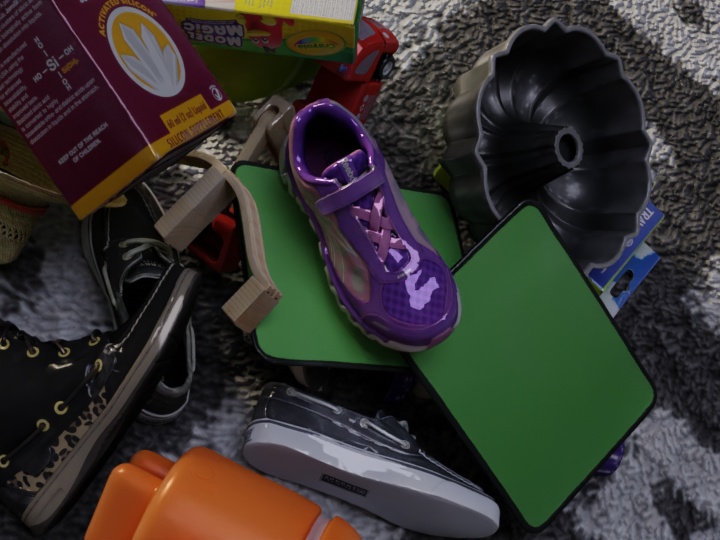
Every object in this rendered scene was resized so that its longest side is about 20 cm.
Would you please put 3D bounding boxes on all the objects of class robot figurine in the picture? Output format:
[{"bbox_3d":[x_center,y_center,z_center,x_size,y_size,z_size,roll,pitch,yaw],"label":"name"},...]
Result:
[{"bbox_3d":[-0.078,0.192,0.893,0.198,0.144,0.117,25,60,6],"label":"robot figurine"},{"bbox_3d":[-0.077,-0.202,1.111,0.117,0.174,0.200,61,32,-6],"label":"robot figurine"}]

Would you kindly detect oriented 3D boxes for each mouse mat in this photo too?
[{"bbox_3d":[0.127,0.071,1.025,0.161,0.008,0.201,-42,107,-22],"label":"mouse mat"},{"bbox_3d":[0.000,0.000,1.014,0.198,0.008,0.163,6,59,-29],"label":"mouse mat"}]

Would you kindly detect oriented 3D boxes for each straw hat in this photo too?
[{"bbox_3d":[-0.272,-0.052,0.970,0.199,0.201,0.086,25,97,-9],"label":"straw hat"}]

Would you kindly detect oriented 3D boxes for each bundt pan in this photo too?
[{"bbox_3d":[0.141,-0.093,1.105,0.200,0.075,0.205,3,84,-38],"label":"bundt pan"}]

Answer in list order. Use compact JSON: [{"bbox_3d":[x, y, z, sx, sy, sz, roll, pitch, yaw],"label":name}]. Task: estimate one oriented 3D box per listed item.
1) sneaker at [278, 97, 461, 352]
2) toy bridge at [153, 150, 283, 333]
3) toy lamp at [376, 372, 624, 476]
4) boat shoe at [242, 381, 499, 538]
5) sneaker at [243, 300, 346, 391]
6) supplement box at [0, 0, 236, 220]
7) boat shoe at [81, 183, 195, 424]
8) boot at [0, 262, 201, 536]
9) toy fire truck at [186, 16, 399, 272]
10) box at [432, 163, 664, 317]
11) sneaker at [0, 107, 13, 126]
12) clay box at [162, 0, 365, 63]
[{"bbox_3d":[0.002,-0.038,0.955,0.080,0.089,0.202,-27,70,-10],"label":"sneaker"},{"bbox_3d":[-0.114,-0.045,0.976,0.067,0.027,0.200,-44,56,3],"label":"toy bridge"},{"bbox_3d":[0.111,0.112,1.076,0.198,0.058,0.059,21,56,-9],"label":"toy lamp"},{"bbox_3d":[0.014,0.136,1.012,0.197,0.072,0.068,20,57,-4],"label":"boat shoe"},{"bbox_3d":[-0.022,0.009,1.067,0.088,0.078,0.200,19,36,22],"label":"sneaker"},{"bbox_3d":[-0.188,-0.152,0.912,0.201,0.085,0.110,56,32,-5],"label":"supplement box"},{"bbox_3d":[-0.154,0.008,1.007,0.070,0.064,0.202,-5,65,-26],"label":"boat shoe"},{"bbox_3d":[-0.211,0.053,0.915,0.150,0.073,0.201,33,92,3],"label":"boot"},{"bbox_3d":[-0.054,-0.102,1.065,0.049,0.202,0.141,34,23,21],"label":"toy fire truck"},{"bbox_3d":[0.173,-0.057,1.205,0.200,0.048,0.122,43,54,5],"label":"box"},{"bbox_3d":[-0.266,-0.176,1.014,0.197,0.140,0.079,6,59,-21],"label":"sneaker"},{"bbox_3d":[-0.093,-0.218,0.999,0.197,0.048,0.116,7,60,5],"label":"clay box"}]
